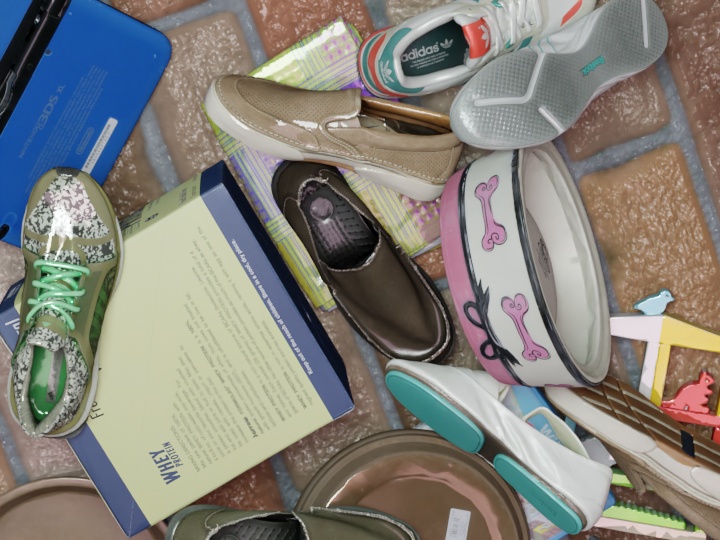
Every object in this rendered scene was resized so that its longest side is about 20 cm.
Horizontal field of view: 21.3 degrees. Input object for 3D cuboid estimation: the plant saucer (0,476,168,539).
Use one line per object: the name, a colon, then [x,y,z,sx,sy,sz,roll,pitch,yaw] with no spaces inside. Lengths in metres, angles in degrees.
plant saucer: [-0.236,0.260,1.554,0.199,0.029,0.201,-1,102,-4]

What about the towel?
towel: [-0.019,-0.080,1.508,0.143,0.023,0.201,-31,101,3]

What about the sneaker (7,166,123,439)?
sneaker: [-0.209,0.029,1.344,0.076,0.089,0.201,4,99,-4]

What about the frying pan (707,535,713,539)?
frying pan: [0.321,0.184,1.582,0.115,0.031,0.190,-40,104,3]

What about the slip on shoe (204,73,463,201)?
slip on shoe: [-0.017,-0.113,1.445,0.199,0.076,0.061,21,127,-10]

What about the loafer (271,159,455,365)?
loafer: [0.000,0.000,1.476,0.073,0.071,0.200,-40,100,4]

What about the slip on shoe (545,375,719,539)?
slip on shoe: [0.227,0.146,1.509,0.199,0.076,0.061,28,115,-3]

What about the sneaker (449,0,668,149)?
sneaker: [0.140,-0.138,1.427,0.200,0.080,0.071,-30,94,-29]

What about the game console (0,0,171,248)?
game console: [-0.274,-0.139,1.480,0.170,0.118,0.201,24,100,-40]

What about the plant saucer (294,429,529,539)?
plant saucer: [0.040,0.226,1.503,0.199,0.029,0.202,0,88,-10]

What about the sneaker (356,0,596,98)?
sneaker: [0.098,-0.178,1.453,0.199,0.093,0.071,-20,102,-9]

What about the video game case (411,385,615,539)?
video game case: [0.085,0.183,1.554,0.199,0.018,0.143,-34,101,11]

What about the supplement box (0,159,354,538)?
supplement box: [-0.141,0.057,1.467,0.199,0.134,0.201,-30,101,2]

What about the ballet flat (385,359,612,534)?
ballet flat: [0.110,0.121,1.477,0.200,0.069,0.070,38,97,8]

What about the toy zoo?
toy zoo: [0.231,0.114,1.553,0.130,0.020,0.201,10,100,4]

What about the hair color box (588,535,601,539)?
hair color box: [0.261,0.308,1.583,0.199,0.061,0.099,24,98,-8]

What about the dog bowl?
dog bowl: [0.124,-0.002,1.453,0.073,0.200,0.201,-16,103,21]

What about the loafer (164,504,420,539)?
loafer: [-0.043,0.213,1.423,0.199,0.070,0.076,3,88,-20]
